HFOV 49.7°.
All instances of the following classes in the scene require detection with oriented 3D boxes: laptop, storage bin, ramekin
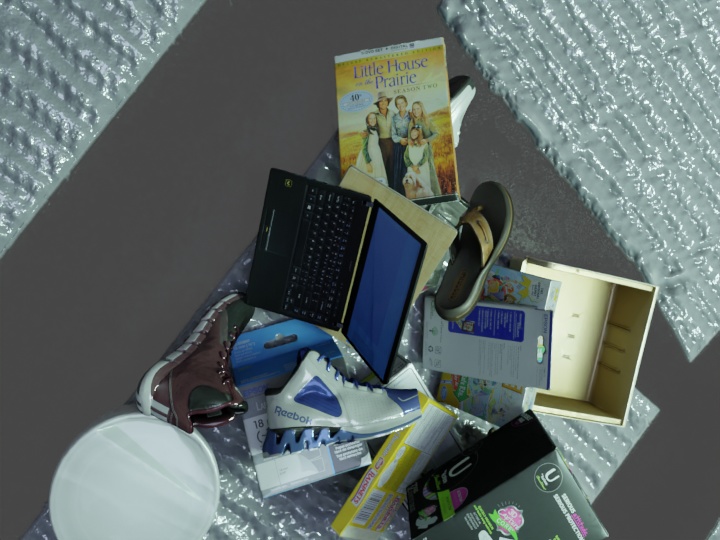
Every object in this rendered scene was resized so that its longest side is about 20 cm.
[{"bbox_3d":[-0.036,0.006,0.886,0.195,0.104,0.181,16,113,1],"label":"laptop"},{"bbox_3d":[0.293,0.096,1.102,0.193,0.094,0.206,11,95,-18],"label":"storage bin"},{"bbox_3d":[-0.274,0.259,0.954,0.196,0.094,0.209,-2,99,-16],"label":"ramekin"}]

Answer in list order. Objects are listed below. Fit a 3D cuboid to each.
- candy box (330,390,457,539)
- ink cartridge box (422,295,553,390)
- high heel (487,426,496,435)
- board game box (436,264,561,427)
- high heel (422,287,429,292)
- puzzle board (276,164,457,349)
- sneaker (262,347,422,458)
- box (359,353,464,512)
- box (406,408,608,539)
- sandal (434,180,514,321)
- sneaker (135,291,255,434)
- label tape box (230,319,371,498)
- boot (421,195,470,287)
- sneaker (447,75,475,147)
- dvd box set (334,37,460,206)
[{"bbox_3d":[0.046,0.255,0.997,0.202,0.026,0.102,-56,146,-2],"label":"candy box"},{"bbox_3d":[0.169,0.091,1.013,0.039,0.197,0.103,-1,95,-48],"label":"ink cartridge box"},{"bbox_3d":[0.186,0.334,1.114,0.141,0.071,0.203,-34,115,-16],"label":"high heel"},{"bbox_3d":[0.185,0.098,1.050,0.034,0.132,0.206,7,97,-49],"label":"board game box"},{"bbox_3d":[0.000,0.000,1.017,0.195,0.067,0.099,-9,87,-21],"label":"high heel"},{"bbox_3d":[0.004,-0.005,0.941,0.148,0.017,0.202,29,113,-5],"label":"puzzle board"},{"bbox_3d":[-0.028,0.143,0.910,0.194,0.081,0.119,-10,82,-10],"label":"sneaker"},{"bbox_3d":[0.065,0.231,1.070,0.116,0.060,0.202,-36,107,-8],"label":"box"},{"bbox_3d":[0.169,0.290,0.941,0.197,0.149,0.126,-32,97,5],"label":"box"},{"bbox_3d":[0.142,-0.033,1.023,0.054,0.081,0.204,38,73,-40],"label":"sandal"},{"bbox_3d":[-0.162,0.119,0.926,0.201,0.114,0.077,-49,155,-36],"label":"sneaker"},{"bbox_3d":[-0.082,0.162,0.973,0.140,0.063,0.205,-14,81,-10],"label":"label tape box"},{"bbox_3d":[0.032,-0.066,0.985,0.195,0.068,0.134,13,110,-13],"label":"boot"},{"bbox_3d":[0.103,-0.149,1.028,0.115,0.076,0.202,37,95,-25],"label":"sneaker"},{"bbox_3d":[0.043,-0.176,0.951,0.142,0.029,0.206,-6,76,11],"label":"dvd box set"}]
